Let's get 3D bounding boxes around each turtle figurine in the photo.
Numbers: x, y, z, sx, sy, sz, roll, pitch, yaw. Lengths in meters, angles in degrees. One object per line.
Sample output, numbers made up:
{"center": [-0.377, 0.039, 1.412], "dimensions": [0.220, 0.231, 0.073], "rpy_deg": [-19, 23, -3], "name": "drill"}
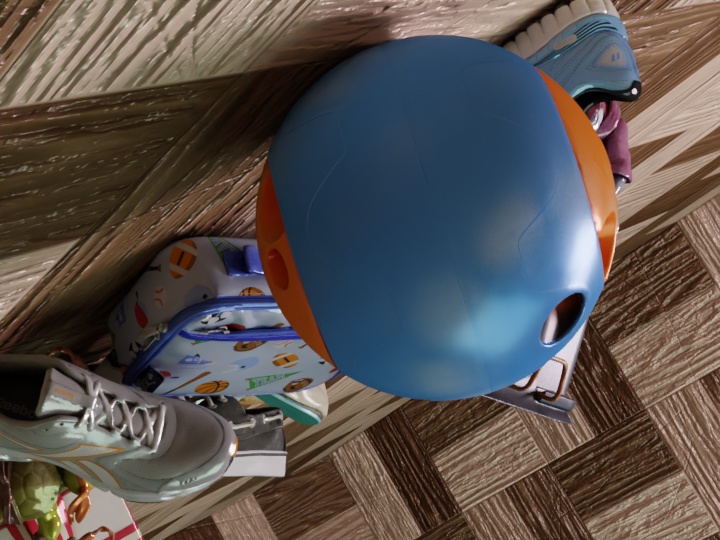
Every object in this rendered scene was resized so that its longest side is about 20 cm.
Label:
{"center": [-0.253, 0.162, 0.969], "dimensions": [0.160, 0.201, 0.064], "rpy_deg": [-8, -167, 5], "name": "turtle figurine"}

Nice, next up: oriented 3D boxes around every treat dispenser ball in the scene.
{"center": [0.041, -0.028, 0.749], "dimensions": [0.200, 0.201, 0.201], "rpy_deg": [-30, 171, -5], "name": "treat dispenser ball"}

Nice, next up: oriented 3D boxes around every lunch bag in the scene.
{"center": [-0.076, 0.033, 0.969], "dimensions": [0.199, 0.076, 0.160], "rpy_deg": [-1, 154, -36], "name": "lunch bag"}

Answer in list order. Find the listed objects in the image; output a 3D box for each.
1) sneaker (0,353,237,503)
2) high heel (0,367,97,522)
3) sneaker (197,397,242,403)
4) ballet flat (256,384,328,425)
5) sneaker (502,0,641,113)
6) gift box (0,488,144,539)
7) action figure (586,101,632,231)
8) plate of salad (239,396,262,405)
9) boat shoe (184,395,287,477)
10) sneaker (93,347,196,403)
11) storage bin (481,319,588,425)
{"center": [-0.179, 0.100, 0.893], "dimensions": [0.199, 0.076, 0.092], "rpy_deg": [10, 154, -6], "name": "sneaker"}
{"center": [-0.265, 0.154, 1.151], "dimensions": [0.142, 0.072, 0.200], "rpy_deg": [-20, 161, -42], "name": "high heel"}
{"center": [-0.180, 0.127, 1.302], "dimensions": [0.200, 0.070, 0.080], "rpy_deg": [-44, 155, -1], "name": "sneaker"}
{"center": [-0.100, 0.083, 1.246], "dimensions": [0.069, 0.070, 0.200], "rpy_deg": [-34, 138, 22], "name": "ballet flat"}
{"center": [0.099, -0.098, 0.907], "dimensions": [0.200, 0.090, 0.078], "rpy_deg": [-32, 170, 16], "name": "sneaker"}
{"center": [-0.296, 0.286, 1.244], "dimensions": [0.200, 0.185, 0.187], "rpy_deg": [-33, -162, -20], "name": "gift box"}
{"center": [0.182, -0.097, 1.067], "dimensions": [0.149, 0.134, 0.200], "rpy_deg": [-45, 164, -17], "name": "action figure"}
{"center": [-0.071, 0.095, 1.420], "dimensions": [0.200, 0.048, 0.200], "rpy_deg": [-37, -176, 3], "name": "plate of salad"}
{"center": [-0.121, 0.124, 1.033], "dimensions": [0.070, 0.064, 0.200], "rpy_deg": [1, 172, 26], "name": "boat shoe"}
{"center": [-0.153, 0.116, 1.094], "dimensions": [0.088, 0.075, 0.200], "rpy_deg": [-57, 154, -9], "name": "sneaker"}
{"center": [0.110, 0.032, 1.084], "dimensions": [0.200, 0.145, 0.135], "rpy_deg": [21, 90, -45], "name": "storage bin"}
